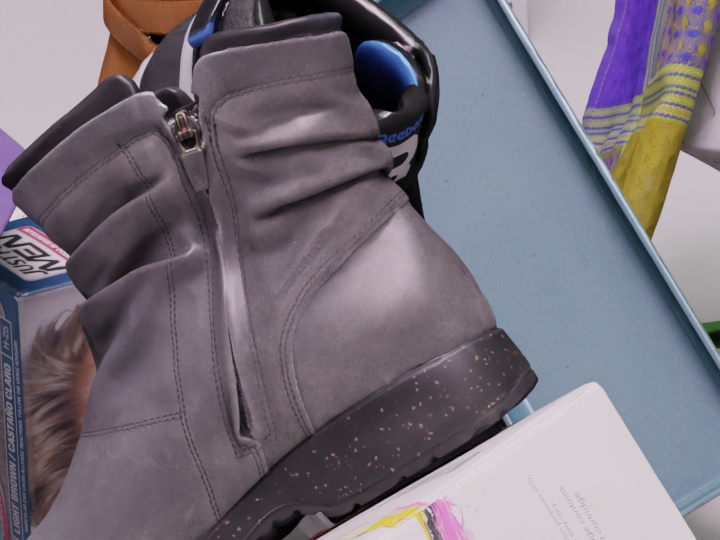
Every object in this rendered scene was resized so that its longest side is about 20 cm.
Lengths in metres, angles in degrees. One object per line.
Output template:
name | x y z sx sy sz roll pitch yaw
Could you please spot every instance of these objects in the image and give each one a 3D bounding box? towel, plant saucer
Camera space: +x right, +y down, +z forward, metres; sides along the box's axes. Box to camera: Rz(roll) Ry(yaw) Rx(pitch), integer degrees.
towel | 0.097 -0.071 0.972 0.023 0.200 0.144 17 -2 -4
plant saucer | 0.055 -0.007 0.899 0.070 0.200 0.019 -34 -20 13

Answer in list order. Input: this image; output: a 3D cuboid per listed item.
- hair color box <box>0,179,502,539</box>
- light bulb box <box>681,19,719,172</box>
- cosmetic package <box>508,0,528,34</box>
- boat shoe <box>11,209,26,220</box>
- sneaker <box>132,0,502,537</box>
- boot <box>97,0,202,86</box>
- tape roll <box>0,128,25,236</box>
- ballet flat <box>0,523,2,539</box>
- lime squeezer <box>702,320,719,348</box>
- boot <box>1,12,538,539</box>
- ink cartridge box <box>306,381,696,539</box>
hair color box | -0.038 0.021 0.944 0.200 0.100 0.060 -16 28 -31
light bulb box | 0.249 -0.057 0.932 0.200 0.125 0.198 24 -10 -42
cosmetic package | 0.018 -0.240 1.474 0.123 0.200 0.200 -2 21 -1
boat shoe | -0.071 -0.018 1.019 0.200 0.071 0.069 -34 20 34
sneaker | 0.000 0.000 0.839 0.073 0.200 0.112 -25 -11 -31
boot | -0.022 -0.058 1.069 0.200 0.155 0.074 10 24 30
tape roll | -0.193 0.015 0.837 0.085 0.200 0.200 40 15 -15
ballet flat | -0.158 0.103 0.792 0.064 0.076 0.200 -18 14 15
lime squeezer | 0.098 0.039 0.970 0.070 0.038 0.200 6 22 19
boot | -0.063 0.025 0.772 0.200 0.132 0.070 -32 -2 6
ink cartridge box | -0.014 0.109 0.691 0.116 0.068 0.200 -32 -2 41
